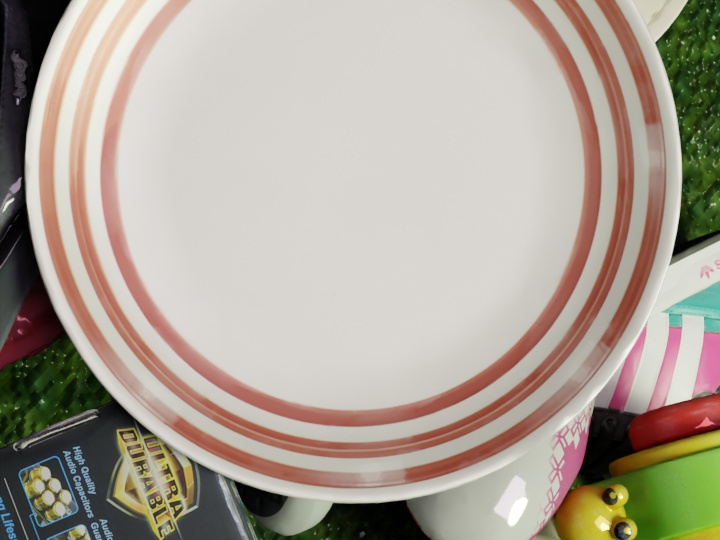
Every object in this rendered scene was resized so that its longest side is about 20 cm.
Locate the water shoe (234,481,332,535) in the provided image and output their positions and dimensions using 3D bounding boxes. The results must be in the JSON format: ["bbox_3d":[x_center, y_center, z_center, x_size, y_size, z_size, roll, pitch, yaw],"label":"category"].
[{"bbox_3d":[0.000,0.000,0.799,0.079,0.071,0.200,15,65,-30],"label":"water shoe"}]

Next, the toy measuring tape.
[{"bbox_3d":[0.156,0.075,0.812,0.200,0.074,0.074,-8,92,-35],"label":"toy measuring tape"}]

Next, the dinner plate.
[{"bbox_3d":[-0.001,-0.030,0.674,0.200,0.024,0.200,0,88,-7],"label":"dinner plate"}]

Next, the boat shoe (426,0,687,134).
[{"bbox_3d":[0.083,-0.124,0.736,0.072,0.060,0.200,33,77,-5],"label":"boat shoe"}]

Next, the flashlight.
[{"bbox_3d":[-0.107,0.019,0.717,0.200,0.068,0.068,-33,106,-1],"label":"flashlight"}]

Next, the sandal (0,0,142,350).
[{"bbox_3d":[-0.120,-0.033,0.678,0.043,0.076,0.200,42,61,-51],"label":"sandal"}]

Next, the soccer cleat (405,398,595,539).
[{"bbox_3d":[0.058,0.003,0.781,0.070,0.086,0.200,12,53,12],"label":"soccer cleat"}]

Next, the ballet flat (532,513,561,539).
[{"bbox_3d":[0.081,0.155,0.838,0.069,0.069,0.200,-47,127,-23],"label":"ballet flat"}]

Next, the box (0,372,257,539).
[{"bbox_3d":[-0.088,0.152,0.669,0.159,0.046,0.200,-23,79,-3],"label":"box"}]

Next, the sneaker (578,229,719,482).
[{"bbox_3d":[0.102,0.070,0.876,0.200,0.084,0.121,-25,91,-30],"label":"sneaker"}]
